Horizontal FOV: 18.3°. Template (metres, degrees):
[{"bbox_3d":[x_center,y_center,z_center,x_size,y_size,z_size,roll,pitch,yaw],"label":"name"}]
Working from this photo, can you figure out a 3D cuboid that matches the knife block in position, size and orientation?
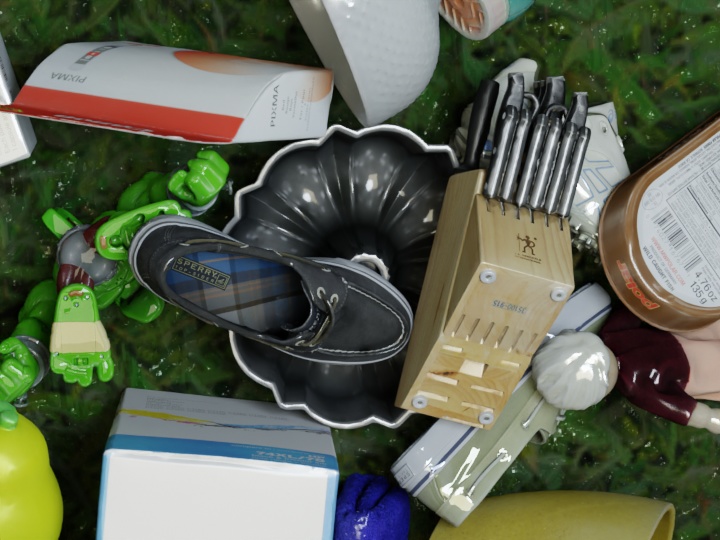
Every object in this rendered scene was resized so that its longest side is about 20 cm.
[{"bbox_3d":[0.084,-0.024,1.426,0.063,0.176,0.201,15,131,-13],"label":"knife block"}]

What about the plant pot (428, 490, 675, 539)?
[{"bbox_3d":[0.110,0.226,1.488,0.141,0.200,0.202,19,96,15],"label":"plant pot"}]

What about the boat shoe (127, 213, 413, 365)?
[{"bbox_3d":[-0.047,0.018,1.389,0.199,0.066,0.070,23,98,-26],"label":"boat shoe"}]

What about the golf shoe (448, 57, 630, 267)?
[{"bbox_3d":[0.159,-0.063,1.497,0.199,0.078,0.098,35,84,-13],"label":"golf shoe"}]

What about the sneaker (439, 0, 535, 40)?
[{"bbox_3d":[0.048,-0.250,1.465,0.080,0.071,0.201,-36,92,-27],"label":"sneaker"}]

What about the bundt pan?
[{"bbox_3d":[0.000,0.000,1.485,0.200,0.076,0.204,-1,98,-5],"label":"bundt pan"}]

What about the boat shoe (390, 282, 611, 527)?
[{"bbox_3d":[0.104,0.089,1.491,0.200,0.072,0.062,-43,88,-20],"label":"boat shoe"}]

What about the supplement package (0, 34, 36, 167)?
[{"bbox_3d":[-0.318,-0.096,1.421,0.199,0.110,0.115,-19,99,-3],"label":"supplement package"}]

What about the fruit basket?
[{"bbox_3d":[-0.247,0.183,1.412,0.154,0.216,0.217,-22,100,-2],"label":"fruit basket"}]

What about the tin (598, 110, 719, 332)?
[{"bbox_3d":[0.243,-0.039,1.480,0.200,0.042,0.112,-36,95,-29],"label":"tin"}]

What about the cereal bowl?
[{"bbox_3d":[-0.004,-0.195,1.397,0.083,0.200,0.201,-27,100,-5],"label":"cereal bowl"}]

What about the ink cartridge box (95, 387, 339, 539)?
[{"bbox_3d":[-0.094,0.170,1.435,0.145,0.200,0.148,5,98,-4],"label":"ink cartridge box"}]

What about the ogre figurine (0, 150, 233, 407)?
[{"bbox_3d":[-0.164,-0.003,1.446,0.098,0.120,0.201,23,97,-13],"label":"ogre figurine"}]

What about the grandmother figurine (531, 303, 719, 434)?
[{"bbox_3d":[0.202,0.064,1.475,0.199,0.121,0.061,-1,123,-29],"label":"grandmother figurine"}]

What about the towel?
[{"bbox_3d":[0.000,0.243,1.484,0.049,0.148,0.202,6,96,3],"label":"towel"}]

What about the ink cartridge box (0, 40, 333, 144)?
[{"bbox_3d":[-0.130,-0.112,1.368,0.161,0.200,0.051,10,96,23],"label":"ink cartridge box"}]
